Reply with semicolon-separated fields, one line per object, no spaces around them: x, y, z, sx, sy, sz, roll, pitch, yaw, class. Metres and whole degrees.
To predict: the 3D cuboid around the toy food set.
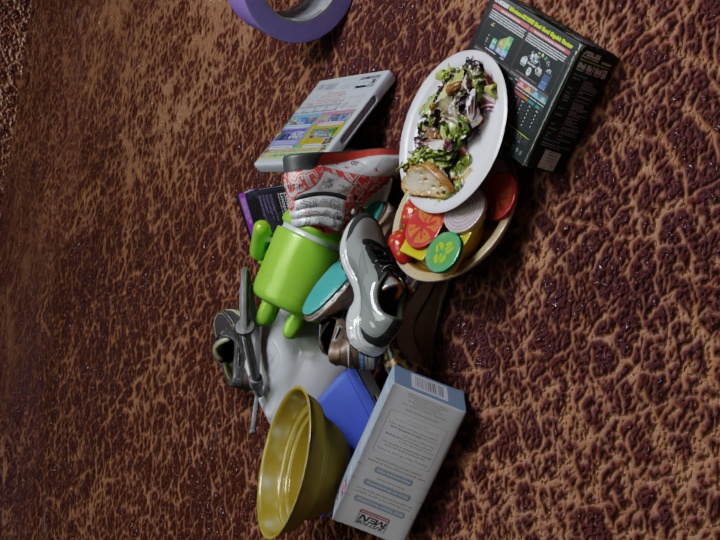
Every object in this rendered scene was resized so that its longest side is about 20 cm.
0.113;-0.079;1.379;0.197;0.048;0.202;24;82;51;toy food set

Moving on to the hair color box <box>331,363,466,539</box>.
0.047;0.229;1.379;0.061;0.098;0.202;-83;16;-72;hair color box

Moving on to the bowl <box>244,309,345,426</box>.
-0.103;0.138;1.671;0.202;0.074;0.200;-63;36;26;bowl

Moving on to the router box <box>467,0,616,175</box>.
0.196;-0.225;1.326;0.200;0.061;0.151;50;123;50;router box

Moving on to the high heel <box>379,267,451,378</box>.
0.085;0.061;1.411;0.142;0.071;0.202;-39;48;41;high heel

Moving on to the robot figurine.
-0.078;-0.006;1.572;0.116;0.174;0.202;14;-81;-86;robot figurine

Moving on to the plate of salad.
0.101;-0.170;1.347;0.199;0.048;0.203;-27;57;49;plate of salad

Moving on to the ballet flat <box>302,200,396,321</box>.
0.000;0.000;1.506;0.201;0.067;0.068;-55;29;-14;ballet flat

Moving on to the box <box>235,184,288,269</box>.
-0.113;-0.060;1.717;0.199;0.036;0.145;-3;108;56;box

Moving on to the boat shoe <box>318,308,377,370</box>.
-0.020;0.082;1.500;0.200;0.071;0.073;-121;30;-81;boat shoe

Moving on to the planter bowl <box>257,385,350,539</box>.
-0.067;0.260;1.481;0.200;0.082;0.203;-165;90;-71;planter bowl

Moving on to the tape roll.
-0.110;-0.461;1.733;0.085;0.198;0.203;37;112;54;tape roll

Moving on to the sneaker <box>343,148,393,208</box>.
-0.030;-0.141;1.625;0.199;0.086;0.076;28;105;57;sneaker

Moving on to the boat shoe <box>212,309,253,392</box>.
-0.211;0.125;1.844;0.200;0.064;0.074;50;124;51;boat shoe

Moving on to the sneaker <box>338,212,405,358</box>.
0.023;0.009;1.412;0.079;0.073;0.202;-39;44;38;sneaker

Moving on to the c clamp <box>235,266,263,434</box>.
-0.154;0.103;1.595;0.172;0.027;0.202;-90;-3;-46;c clamp

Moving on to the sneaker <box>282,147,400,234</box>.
-0.009;-0.107;1.506;0.067;0.199;0.110;3;99;63;sneaker

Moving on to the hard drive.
-0.026;0.233;1.538;0.200;0.025;0.133;-49;61;38;hard drive

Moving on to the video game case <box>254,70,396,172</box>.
-0.055;-0.219;1.666;0.183;0.022;0.199;-54;29;-18;video game case
